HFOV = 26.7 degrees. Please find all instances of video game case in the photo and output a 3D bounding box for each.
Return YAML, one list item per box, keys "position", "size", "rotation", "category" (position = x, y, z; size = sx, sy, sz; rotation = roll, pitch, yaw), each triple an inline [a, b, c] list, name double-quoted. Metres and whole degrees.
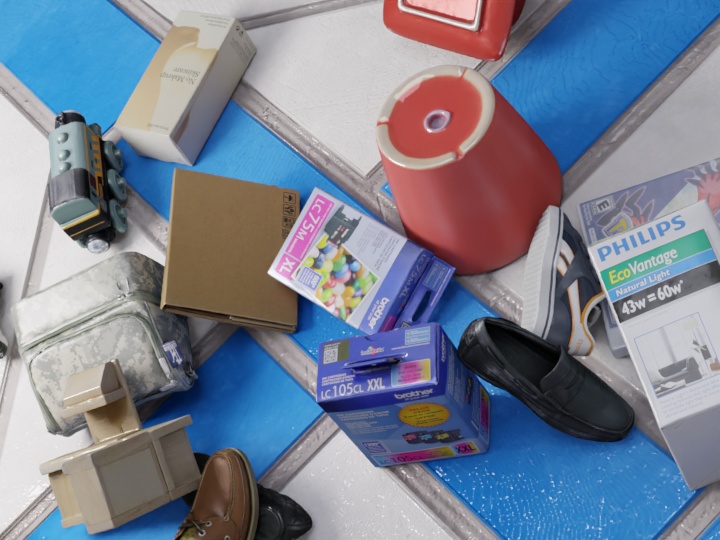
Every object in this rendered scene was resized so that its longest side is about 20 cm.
- position: [0.338, -0.018, 1.639]
  size: [0.181, 0.023, 0.201]
  rotation: [-18, 53, 14]
  category: "video game case"

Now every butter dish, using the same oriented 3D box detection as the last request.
- position: [0.146, -0.381, 1.906]
  size: [0.199, 0.147, 0.201]
  rotation: [22, 114, 36]
  category: "butter dish"

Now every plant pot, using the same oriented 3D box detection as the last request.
- position: [0.113, -0.124, 1.720]
  size: [0.199, 0.178, 0.202]
  rotation: [-12, 55, 18]
  category: "plant pot"

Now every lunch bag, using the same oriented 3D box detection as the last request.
- position: [-0.300, 0.093, 1.811]
  size: [0.199, 0.139, 0.169]
  rotation: [-23, 70, 13]
  category: "lunch bag"

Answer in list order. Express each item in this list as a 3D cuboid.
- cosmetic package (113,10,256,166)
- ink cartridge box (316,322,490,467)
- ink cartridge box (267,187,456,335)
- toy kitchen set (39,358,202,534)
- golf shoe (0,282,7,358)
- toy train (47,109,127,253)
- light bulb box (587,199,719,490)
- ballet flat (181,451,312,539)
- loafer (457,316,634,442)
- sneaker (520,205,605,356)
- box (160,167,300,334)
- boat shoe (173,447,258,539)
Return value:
- position: [-0.234, -0.247, 2.038]
  size: [0.105, 0.071, 0.201]
  rotation: [11, 64, 31]
  category: "cosmetic package"
- position: [0.040, 0.125, 1.575]
  size: [0.136, 0.200, 0.077]
  rotation: [-11, 54, 20]
  category: "ink cartridge box"
- position: [0.000, 0.000, 1.746]
  size: [0.199, 0.042, 0.120]
  rotation: [31, 92, 26]
  category: "ink cartridge box"
- position: [-0.309, 0.197, 1.652]
  size: [0.199, 0.180, 0.164]
  rotation: [-20, 89, 30]
  category: "toy kitchen set"
- position: [-0.503, 0.036, 1.979]
  size: [0.094, 0.078, 0.200]
  rotation: [-45, 52, -8]
  category: "golf shoe"
- position: [-0.362, -0.119, 1.988]
  size: [0.085, 0.114, 0.201]
  rotation: [-20, 53, 12]
  category: "toy train"
- position: [0.323, 0.075, 1.459]
  size: [0.124, 0.198, 0.201]
  rotation: [-22, 60, 9]
  category: "light bulb box"
- position: [-0.137, 0.256, 1.683]
  size: [0.199, 0.057, 0.067]
  rotation: [23, 98, 40]
  category: "ballet flat"
- position: [0.193, 0.111, 1.541]
  size: [0.200, 0.070, 0.068]
  rotation: [30, 60, -2]
  category: "loafer"
- position: [0.220, 0.017, 1.642]
  size: [0.079, 0.079, 0.201]
  rotation: [17, 47, -6]
  category: "sneaker"
- position: [-0.153, -0.026, 1.822]
  size: [0.162, 0.021, 0.201]
  rotation: [10, 55, -15]
  category: "box"
- position: [-0.159, 0.286, 1.609]
  size: [0.072, 0.068, 0.202]
  rotation: [-8, 72, 42]
  category: "boat shoe"
